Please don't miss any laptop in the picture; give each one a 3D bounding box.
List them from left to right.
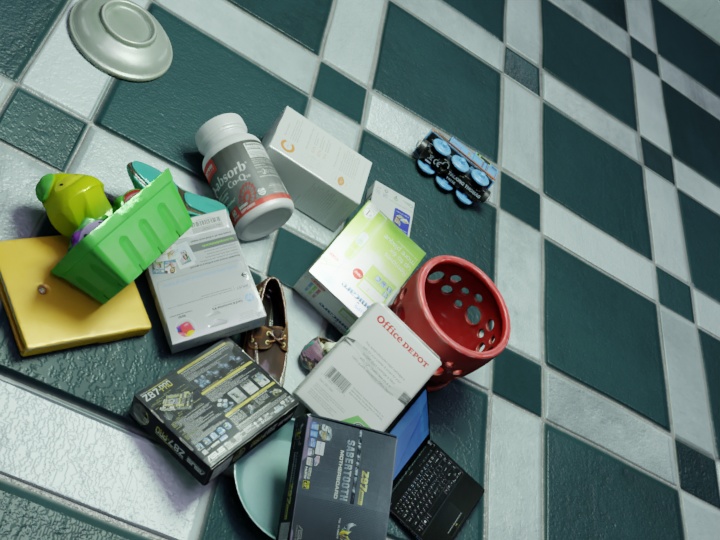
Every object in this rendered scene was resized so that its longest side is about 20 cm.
[{"bbox_3d":[0.118,0.324,1.527,0.200,0.104,0.177,42,43,6],"label":"laptop"}]

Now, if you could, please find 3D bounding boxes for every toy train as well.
[{"bbox_3d":[0.207,-0.227,2.038,0.199,0.087,0.115,37,34,-6],"label":"toy train"}]

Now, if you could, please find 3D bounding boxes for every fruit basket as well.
[{"bbox_3d":[-0.380,-0.081,1.377,0.214,0.155,0.218,18,59,-34],"label":"fruit basket"}]

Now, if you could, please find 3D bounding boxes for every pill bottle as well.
[{"bbox_3d":[-0.206,-0.164,1.633,0.115,0.116,0.202,-13,67,-43],"label":"pill bottle"}]

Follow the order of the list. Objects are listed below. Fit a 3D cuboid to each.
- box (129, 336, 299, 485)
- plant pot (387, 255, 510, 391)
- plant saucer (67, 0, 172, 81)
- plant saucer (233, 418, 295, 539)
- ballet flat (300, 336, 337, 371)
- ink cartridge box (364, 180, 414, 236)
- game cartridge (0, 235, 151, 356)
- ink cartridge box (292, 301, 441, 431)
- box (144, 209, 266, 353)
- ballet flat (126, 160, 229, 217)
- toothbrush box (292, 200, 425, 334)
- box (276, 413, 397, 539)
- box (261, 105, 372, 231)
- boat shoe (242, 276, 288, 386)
[{"bbox_3d":[-0.211,0.200,1.374,0.161,0.049,0.199,40,40,15],"label":"box"},{"bbox_3d":[0.134,0.104,1.650,0.198,0.182,0.202,21,47,-25],"label":"plant pot"},{"bbox_3d":[-0.430,-0.438,1.712,0.198,0.050,0.202,21,47,-25],"label":"plant saucer"},{"bbox_3d":[-0.107,0.320,1.404,0.198,0.036,0.202,20,49,-25],"label":"plant saucer"},{"bbox_3d":[-0.005,0.162,1.578,0.198,0.071,0.070,24,44,-23],"label":"ballet flat"},{"bbox_3d":[0.047,-0.078,1.826,0.099,0.039,0.202,29,44,-17],"label":"ink cartridge box"},{"bbox_3d":[-0.426,0.029,1.378,0.198,0.032,0.178,-7,64,-44],"label":"game cartridge"},{"bbox_3d":[0.010,0.171,1.498,0.146,0.084,0.200,44,80,-3],"label":"ink cartridge box"},{"bbox_3d":[-0.253,0.013,1.478,0.154,0.041,0.202,-16,67,-20],"label":"box"},{"bbox_3d":[-0.309,-0.107,1.535,0.199,0.070,0.068,27,33,-36],"label":"ballet flat"},{"bbox_3d":[0.000,0.000,1.665,0.145,0.086,0.200,43,58,-4],"label":"toothbrush box"},{"bbox_3d":[-0.032,0.324,1.361,0.156,0.051,0.203,19,67,-25],"label":"box"},{"bbox_3d":[-0.093,-0.189,1.755,0.199,0.097,0.125,32,44,-16],"label":"box"},{"bbox_3d":[-0.150,0.105,1.509,0.070,0.070,0.202,12,54,-33],"label":"boat shoe"}]
